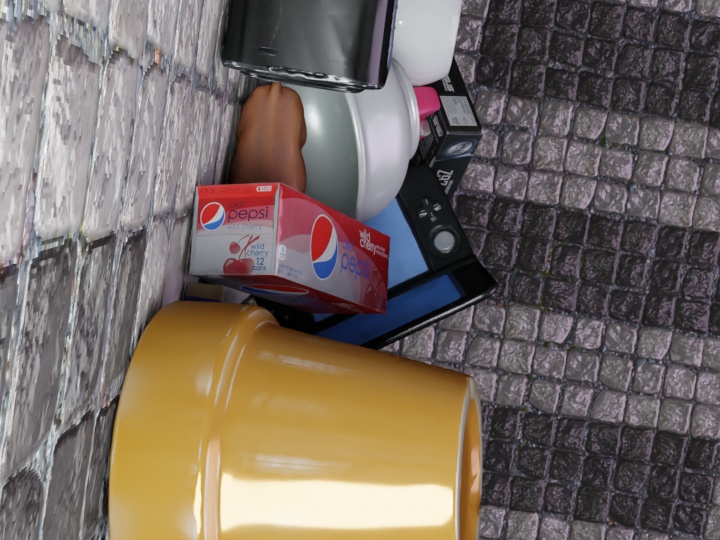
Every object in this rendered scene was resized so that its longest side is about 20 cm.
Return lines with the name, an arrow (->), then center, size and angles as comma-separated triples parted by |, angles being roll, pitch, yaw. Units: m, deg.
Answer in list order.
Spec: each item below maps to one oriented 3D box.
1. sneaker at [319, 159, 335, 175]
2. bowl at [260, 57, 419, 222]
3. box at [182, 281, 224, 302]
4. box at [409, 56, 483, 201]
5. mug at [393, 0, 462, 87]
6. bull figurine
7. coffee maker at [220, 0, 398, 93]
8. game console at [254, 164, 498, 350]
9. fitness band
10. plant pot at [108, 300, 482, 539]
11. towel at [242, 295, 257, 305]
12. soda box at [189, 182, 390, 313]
sneaker -> -0.011, -0.008, 1.207 | 0.076, 0.080, 0.203 | -25, 126, -78
bowl -> -0.009, -0.131, 1.106 | 0.201, 0.089, 0.203 | 46, -37, 49
box -> -0.123, 0.125, 0.860 | 0.122, 0.032, 0.202 | 99, 1, -54
box -> 0.060, -0.168, 1.374 | 0.161, 0.043, 0.202 | 113, -32, -48
mug -> 0.003, -0.229, 1.229 | 0.201, 0.173, 0.149 | 99, 0, -54
bull figurine -> -0.080, -0.052, 1.031 | 0.121, 0.064, 0.202 | 116, -15, -77
coffee maker -> -0.034, -0.228, 0.862 | 0.192, 0.133, 0.203 | -13, 112, -65
game console -> 0.000, 0.000, 1.096 | 0.117, 0.198, 0.177 | 64, 2, -69
fitness band -> -0.010, -0.129, 1.261 | 0.143, 0.199, 0.038 | -15, 84, -56
plant pot -> -0.025, 0.121, 0.740 | 0.200, 0.181, 0.203 | 1, 90, -79
towel -> -0.120, 0.122, 1.164 | 0.148, 0.036, 0.203 | -93, -169, -85
soda box -> -0.044, -0.012, 0.919 | 0.200, 0.069, 0.064 | 22, 70, -66
